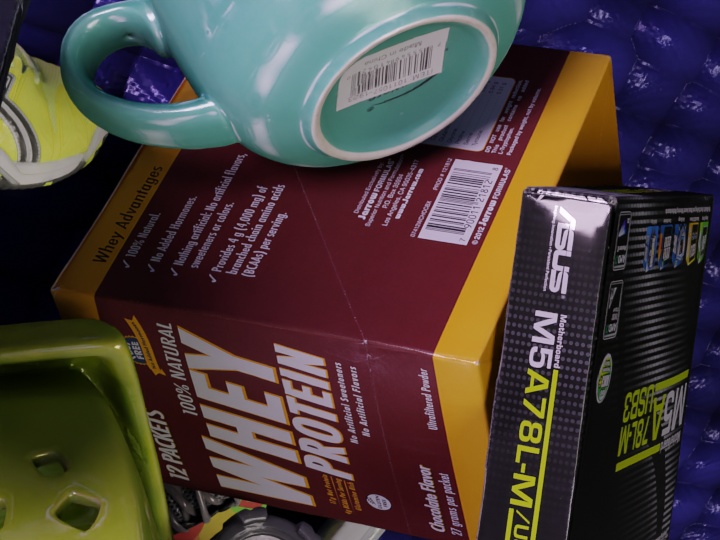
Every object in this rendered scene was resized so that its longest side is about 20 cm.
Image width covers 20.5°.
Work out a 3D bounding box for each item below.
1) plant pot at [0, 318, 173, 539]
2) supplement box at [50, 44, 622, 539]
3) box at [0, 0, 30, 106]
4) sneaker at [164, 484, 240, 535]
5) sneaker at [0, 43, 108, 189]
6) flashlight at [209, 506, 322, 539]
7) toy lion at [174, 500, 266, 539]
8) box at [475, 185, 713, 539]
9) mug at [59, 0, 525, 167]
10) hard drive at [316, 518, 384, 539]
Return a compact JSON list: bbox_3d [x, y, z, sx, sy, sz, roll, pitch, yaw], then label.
[{"bbox_3d":[-0.171,0.138,0.849,0.199,0.182,0.199,-7,140,-1],"label":"plant pot"},{"bbox_3d":[0.000,0.000,0.930,0.133,0.199,0.198,77,31,-45],"label":"supplement box"},{"bbox_3d":[-0.231,-0.047,0.683,0.199,0.197,0.124,17,116,-12],"label":"box"},{"bbox_3d":[-0.063,0.095,1.000,0.200,0.115,0.075,-39,122,-5],"label":"sneaker"},{"bbox_3d":[-0.182,-0.088,0.846,0.200,0.075,0.077,8,117,-46],"label":"sneaker"},{"bbox_3d":[-0.065,0.169,1.002,0.068,0.068,0.200,-44,176,-20],"label":"flashlight"},{"bbox_3d":[-0.113,0.110,1.087,0.191,0.069,0.200,16,109,-40],"label":"toy lion"},{"bbox_3d":[0.106,0.059,0.885,0.200,0.047,0.194,-4,100,-68],"label":"box"},{"bbox_3d":[-0.017,-0.107,0.848,0.185,0.115,0.152,-45,149,25],"label":"mug"},{"bbox_3d":[0.006,0.139,1.182,0.200,0.026,0.132,-51,179,4],"label":"hard drive"}]
